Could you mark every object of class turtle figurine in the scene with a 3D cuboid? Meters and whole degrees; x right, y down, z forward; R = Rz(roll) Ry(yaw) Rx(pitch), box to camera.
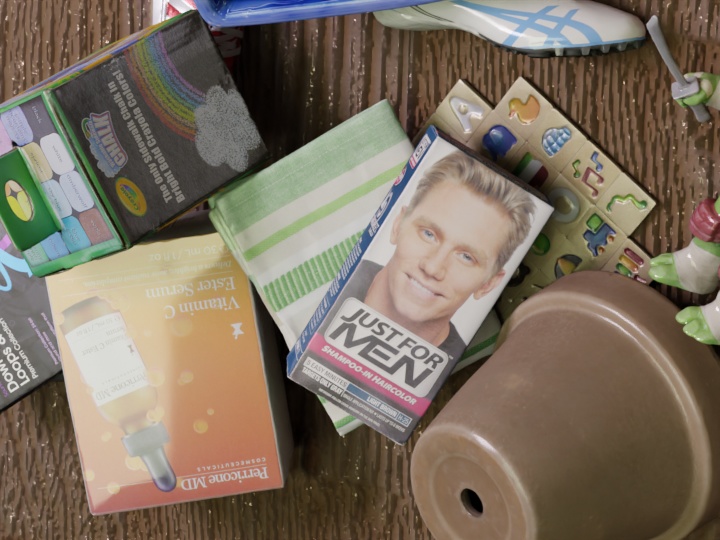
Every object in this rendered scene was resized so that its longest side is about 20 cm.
[{"bbox_3d":[0.232,-0.058,1.478,0.144,0.200,0.195,38,124,28],"label":"turtle figurine"}]

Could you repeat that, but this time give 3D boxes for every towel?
[{"bbox_3d":[0.000,0.000,1.642,0.152,0.023,0.201,-28,101,4],"label":"towel"}]

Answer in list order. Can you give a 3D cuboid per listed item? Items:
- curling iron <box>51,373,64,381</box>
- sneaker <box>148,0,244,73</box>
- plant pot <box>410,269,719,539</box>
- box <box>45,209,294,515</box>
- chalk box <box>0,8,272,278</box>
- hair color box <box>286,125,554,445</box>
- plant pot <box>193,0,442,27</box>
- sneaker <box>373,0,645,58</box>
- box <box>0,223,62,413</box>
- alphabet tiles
[{"bbox_3d":[-0.269,0.075,1.855,0.199,0.050,0.026,1,105,22],"label":"curling iron"},{"bbox_3d":[-0.093,-0.198,1.667,0.112,0.071,0.201,1,102,31],"label":"sneaker"},{"bbox_3d":[0.129,0.120,1.547,0.200,0.174,0.201,26,128,38],"label":"plant pot"},{"bbox_3d":[-0.141,0.065,1.715,0.151,0.106,0.201,-9,100,4],"label":"box"},{"bbox_3d":[-0.187,-0.079,1.598,0.124,0.200,0.125,-15,105,49],"label":"chalk box"},{"bbox_3d":[0.040,0.010,1.603,0.100,0.061,0.200,30,98,-8],"label":"hair color box"},{"bbox_3d":[-0.033,-0.298,1.509,0.199,0.180,0.200,-6,142,16],"label":"plant pot"},{"bbox_3d":[0.101,-0.187,1.571,0.199,0.072,0.073,14,101,20],"label":"sneaker"},{"bbox_3d":[-0.256,0.010,1.804,0.200,0.036,0.143,-33,88,17],"label":"box"},{"bbox_3d":[0.115,-0.036,1.640,0.200,0.006,0.167,44,120,10],"label":"alphabet tiles"}]
